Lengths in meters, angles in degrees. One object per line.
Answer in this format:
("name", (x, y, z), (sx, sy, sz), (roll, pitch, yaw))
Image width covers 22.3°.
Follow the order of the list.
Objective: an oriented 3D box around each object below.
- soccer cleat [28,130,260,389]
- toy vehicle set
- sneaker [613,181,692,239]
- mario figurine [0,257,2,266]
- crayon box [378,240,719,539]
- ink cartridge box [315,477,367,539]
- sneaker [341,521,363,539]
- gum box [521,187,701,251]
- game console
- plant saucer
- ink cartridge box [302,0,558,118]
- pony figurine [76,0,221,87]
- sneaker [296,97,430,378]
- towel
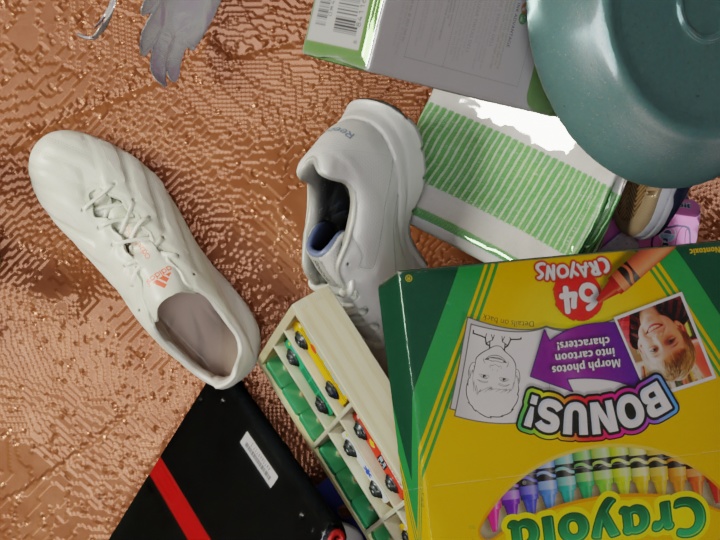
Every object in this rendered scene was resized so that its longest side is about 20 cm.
("soccer cleat", (-0.135, -0.008, 1.158), (0.069, 0.078, 0.200), (-40, 101, 11))
("toy vehicle set", (0.010, 0.115, 1.103), (0.026, 0.124, 0.201), (-29, 80, -20))
("sneaker", (0.229, -0.102, 1.109), (0.108, 0.070, 0.201), (20, 86, -22))
("mario figurine", (-0.318, -0.052, 1.132), (0.124, 0.106, 0.200), (-47, 111, -23))
("crayon box", (0.120, 0.080, 1.029), (0.199, 0.058, 0.174), (-5, 81, -13))
("ink cartridge box", (0.049, 0.209, 1.196), (0.200, 0.041, 0.199), (45, 124, -9))
("sneaker", (-0.073, 0.266, 1.170), (0.077, 0.147, 0.202), (24, 134, -36))
("gum box", (0.143, 0.034, 1.172), (0.113, 0.066, 0.201), (8, 104, -1))
("game console", (-0.092, 0.181, 1.154), (0.031, 0.200, 0.177), (26, 103, -36))
("plant saucer", (0.183, -0.146, 1.020), (0.199, 0.036, 0.201), (-1, 93, -30))
("ink cartridge box", (0.069, -0.148, 1.017), (0.199, 0.059, 0.104), (8, 98, -42))
("pony figurine", (-0.119, -0.227, 1.078), (0.200, 0.167, 0.193), (36, 95, 7))
("sneaker", (0.000, 0.000, 1.113), (0.074, 0.087, 0.201), (4, 116, 39))
("towel", (0.108, -0.100, 1.108), (0.152, 0.023, 0.201), (27, 97, 30))
